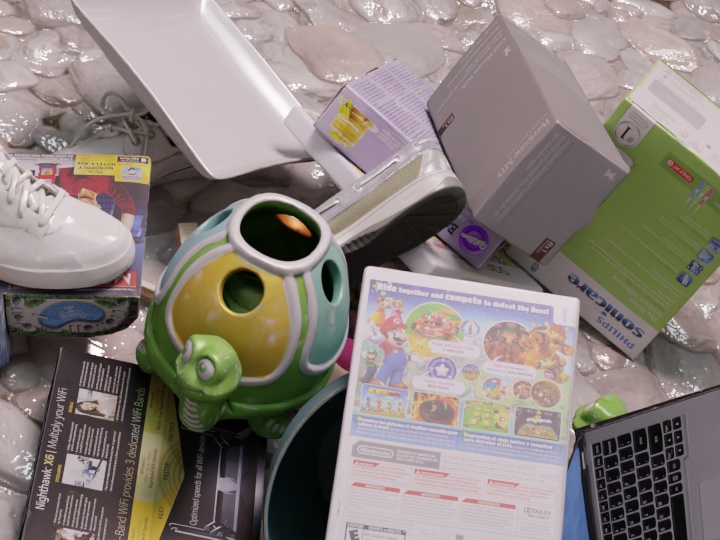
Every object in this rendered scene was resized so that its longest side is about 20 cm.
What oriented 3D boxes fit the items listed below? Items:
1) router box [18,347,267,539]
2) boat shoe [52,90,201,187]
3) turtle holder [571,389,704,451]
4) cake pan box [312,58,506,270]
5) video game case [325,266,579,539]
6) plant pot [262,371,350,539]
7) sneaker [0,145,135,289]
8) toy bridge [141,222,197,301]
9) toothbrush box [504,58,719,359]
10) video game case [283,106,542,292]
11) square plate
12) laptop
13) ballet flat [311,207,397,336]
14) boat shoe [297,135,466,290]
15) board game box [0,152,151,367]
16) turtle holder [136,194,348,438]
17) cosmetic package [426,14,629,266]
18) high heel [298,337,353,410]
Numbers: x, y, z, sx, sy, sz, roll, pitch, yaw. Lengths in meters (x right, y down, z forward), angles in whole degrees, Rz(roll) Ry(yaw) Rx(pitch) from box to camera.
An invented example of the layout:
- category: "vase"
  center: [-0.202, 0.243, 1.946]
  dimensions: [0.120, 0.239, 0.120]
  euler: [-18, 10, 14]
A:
- category: "router box"
  center: [-0.146, 0.152, 1.227]
  dimensions: [0.156, 0.052, 0.201]
  euler: [14, 39, -10]
- category: "boat shoe"
  center: [-0.180, -0.108, 1.479]
  dimensions: [0.201, 0.086, 0.075]
  euler: [-19, 54, -39]
- category: "turtle holder"
  center: [0.255, 0.147, 1.355]
  dimensions: [0.185, 0.132, 0.141]
  euler: [37, 43, 17]
- category: "cake pan box"
  center: [0.065, -0.096, 1.529]
  dimensions: [0.184, 0.052, 0.200]
  euler: [43, 19, 1]
- category: "video game case"
  center: [0.059, 0.099, 1.122]
  dimensions: [0.142, 0.018, 0.201]
  euler: [8, 63, 0]
- category: "plant pot"
  center: [0.025, 0.149, 1.230]
  dimensions: [0.198, 0.202, 0.135]
  euler: [12, 6, -11]
- category: "sneaker"
  center: [-0.254, -0.060, 1.255]
  dimensions: [0.198, 0.116, 0.074]
  euler: [13, 44, 7]
- category: "toy bridge"
  center: [-0.133, -0.003, 1.415]
  dimensions: [0.198, 0.027, 0.068]
  euler: [-4, 66, -17]
- category: "toothbrush box"
  center: [0.237, -0.049, 1.496]
  dimensions: [0.145, 0.200, 0.086]
  euler: [39, 41, 5]
- category: "video game case"
  center: [0.046, -0.053, 1.510]
  dimensions: [0.200, 0.023, 0.182]
  euler: [49, 20, 29]
- category: "square plate"
  center: [-0.130, -0.152, 1.480]
  dimensions: [0.199, 0.028, 0.200]
  euler: [52, 28, 12]
- category: "laptop"
  center: [0.197, 0.202, 1.203]
  dimensions: [0.198, 0.188, 0.116]
  euler: [-16, 33, -8]
- category: "ballet flat"
  center: [0.000, 0.000, 1.452]
  dimensions: [0.069, 0.071, 0.200]
  euler: [-11, 49, -30]
- category: "boat shoe"
  center: [-0.017, -0.031, 1.388]
  dimensions: [0.201, 0.074, 0.065]
  euler: [-31, 59, 7]
- category: "board game box"
  center: [-0.256, 0.002, 1.317]
  dimensions: [0.198, 0.062, 0.201]
  euler: [1, 46, -3]
- category: "turtle holder"
  center: [-0.086, 0.027, 1.242]
  dimensions: [0.185, 0.132, 0.141]
  euler: [-21, 55, -43]
- category: "cosmetic package"
  center: [0.130, -0.107, 1.442]
  dimensions: [0.090, 0.107, 0.200]
  euler: [32, 20, -23]
- category: "high heel"
  center: [-0.008, 0.078, 1.385]
  dimensions: [0.199, 0.068, 0.096]
  euler: [33, 21, 11]
